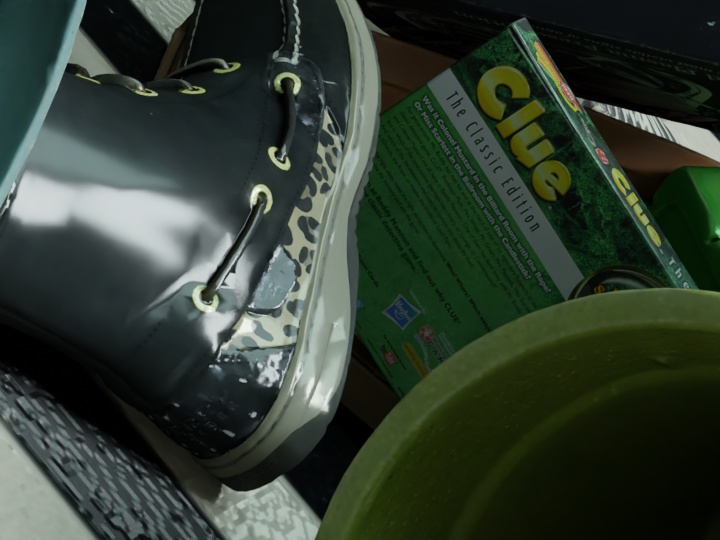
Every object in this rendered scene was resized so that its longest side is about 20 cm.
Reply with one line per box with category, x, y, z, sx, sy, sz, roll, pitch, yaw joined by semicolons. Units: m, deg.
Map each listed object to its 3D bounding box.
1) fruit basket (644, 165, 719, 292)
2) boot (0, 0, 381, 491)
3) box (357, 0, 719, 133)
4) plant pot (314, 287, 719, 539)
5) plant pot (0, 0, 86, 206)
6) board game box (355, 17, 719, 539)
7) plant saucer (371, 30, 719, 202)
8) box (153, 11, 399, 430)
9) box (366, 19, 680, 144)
fruit basket;0.186;0.064;0.868;0.215;0.155;0.216;34;30;-23
boot;-0.072;-0.049;0.686;0.154;0.073;0.204;30;44;-32
box;0.102;-0.120;0.838;0.199;0.104;0.182;16;0;17
plant pot;0.113;0.108;0.619;0.200;0.200;0.190;54;21;19
plant pot;-0.163;-0.075;0.479;0.134;0.201;0.200;24;15;19
board game box;0.064;0.030;0.744;0.200;0.105;0.023;58;25;0
plant saucer;0.052;-0.060;0.925;0.200;0.032;0.200;19;4;-1
box;0.000;0.000;0.840;0.200;0.021;0.164;40;22;-15
box;0.090;-0.068;1.064;0.200;0.068;0.082;54;22;17
